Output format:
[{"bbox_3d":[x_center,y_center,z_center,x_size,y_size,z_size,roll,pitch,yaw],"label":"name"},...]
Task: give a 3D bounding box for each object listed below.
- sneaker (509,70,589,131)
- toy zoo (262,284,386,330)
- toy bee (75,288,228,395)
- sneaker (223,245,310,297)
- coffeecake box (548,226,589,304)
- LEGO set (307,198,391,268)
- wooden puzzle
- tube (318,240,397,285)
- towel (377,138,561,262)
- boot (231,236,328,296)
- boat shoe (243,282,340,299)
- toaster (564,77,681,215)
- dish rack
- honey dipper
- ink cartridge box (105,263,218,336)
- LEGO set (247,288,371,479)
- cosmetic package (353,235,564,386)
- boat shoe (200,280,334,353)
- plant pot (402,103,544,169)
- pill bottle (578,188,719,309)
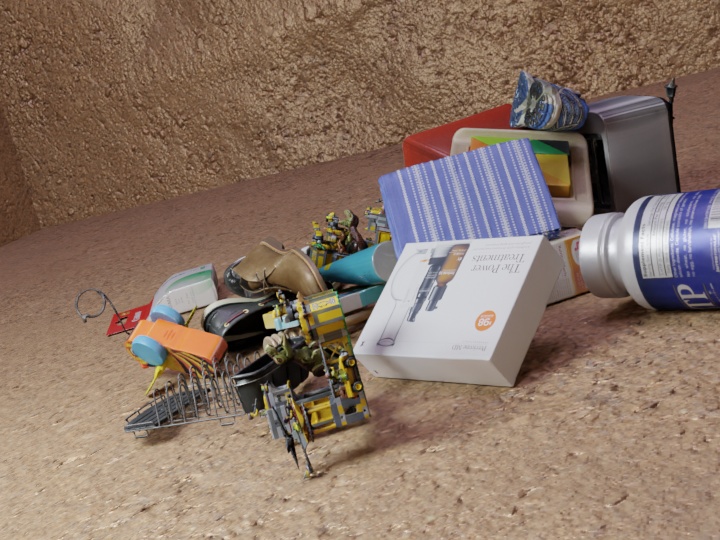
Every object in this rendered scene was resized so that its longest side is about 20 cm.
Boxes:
[{"bbox_3d":[0.256,-0.219,1.411,0.083,0.079,0.200,11,17,-7],"label":"sneaker"},{"bbox_3d":[-0.036,0.043,1.347,0.198,0.021,0.130,-17,3,-42],"label":"toy zoo"},{"bbox_3d":[-0.258,0.091,1.351,0.199,0.110,0.131,38,64,24],"label":"toy bee"},{"bbox_3d":[-0.148,0.005,1.712,0.197,0.077,0.115,-10,3,-30],"label":"sneaker"},{"bbox_3d":[0.166,0.004,1.284,0.196,0.074,0.153,-17,13,-8],"label":"coffeecake box"},{"bbox_3d":[0.002,-0.063,1.561,0.151,0.118,0.200,12,12,14],"label":"LEGO set"},{"bbox_3d":[0.202,-0.128,1.328,0.181,0.038,0.201,4,37,7],"label":"wooden puzzle"},{"bbox_3d":[0.000,0.000,1.370,0.076,0.051,0.199,15,-12,-21],"label":"tube"},{"bbox_3d":[0.128,-0.077,1.252,0.196,0.147,0.024,-14,-30,-1],"label":"towel"},{"bbox_3d":[-0.104,0.012,1.354,0.075,0.075,0.199,-31,23,-20],"label":"boot"},{"bbox_3d":[-0.098,0.020,1.562,0.072,0.066,0.199,-9,12,36],"label":"boat shoe"},{"bbox_3d":[0.356,-0.155,1.462,0.117,0.204,0.180,-14,12,-17],"label":"toaster"},{"bbox_3d":[-0.162,0.130,1.155,0.196,0.056,0.153,-12,6,22],"label":"dish rack"},{"bbox_3d":[-0.033,0.071,1.334,0.197,0.039,0.038,-20,13,-32],"label":"honey dipper"},{"bbox_3d":[-0.344,0.047,1.805,0.196,0.051,0.161,-15,12,-6],"label":"ink cartridge box"},{"bbox_3d":[-0.062,0.095,0.991,0.114,0.157,0.200,-16,8,-3],"label":"LEGO set"},{"bbox_3d":[0.099,0.041,1.092,0.198,0.052,0.153,-3,53,47],"label":"cosmetic package"},{"bbox_3d":[-0.114,0.063,1.410,0.198,0.075,0.063,-14,39,-30],"label":"boat shoe"},{"bbox_3d":[0.196,-0.099,1.472,0.197,0.204,0.176,-20,27,-23],"label":"plant pot"},{"bbox_3d":[0.332,-0.021,1.073,0.198,0.122,0.119,-4,16,43],"label":"pill bottle"}]
